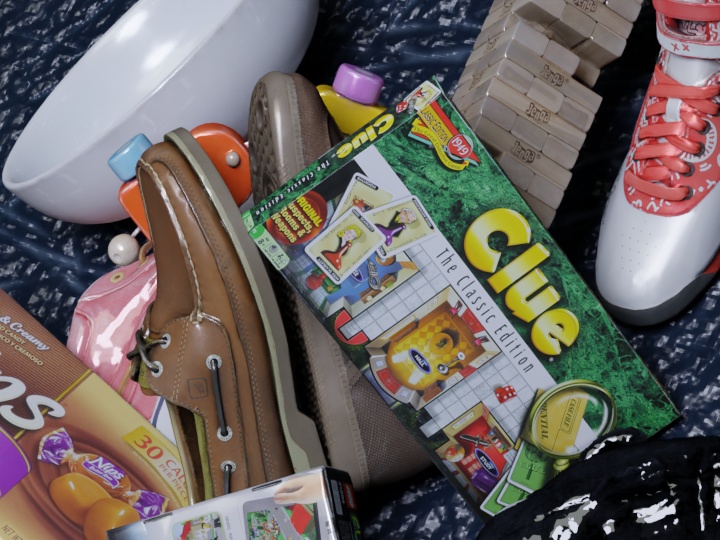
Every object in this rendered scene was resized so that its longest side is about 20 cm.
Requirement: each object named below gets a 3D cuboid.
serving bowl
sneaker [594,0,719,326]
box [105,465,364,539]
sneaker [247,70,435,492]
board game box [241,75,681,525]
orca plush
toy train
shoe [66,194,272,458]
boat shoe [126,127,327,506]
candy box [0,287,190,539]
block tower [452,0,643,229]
[{"bbox_3d":[-0.092,-0.092,1.281,0.200,0.066,0.200,-38,19,16],"label":"serving bowl"},{"bbox_3d":[0.149,-0.082,1.146,0.067,0.108,0.202,22,76,36],"label":"sneaker"},{"bbox_3d":[-0.038,0.196,1.074,0.109,0.035,0.201,-17,75,18],"label":"box"},{"bbox_3d":[0.000,0.000,1.135,0.075,0.201,0.070,-15,20,-12],"label":"sneaker"},{"bbox_3d":[0.047,0.021,1.094,0.105,0.200,0.023,-37,26,5],"label":"board game box"},{"bbox_3d":[0.136,0.108,1.058,0.199,0.071,0.106,1,67,21],"label":"orca plush"},{"bbox_3d":[-0.018,-0.013,1.186,0.150,0.200,0.056,-42,11,8],"label":"toy train"},{"bbox_3d":[-0.081,-0.002,1.250,0.091,0.071,0.201,16,76,30],"label":"shoe"},{"bbox_3d":[-0.070,0.039,1.123,0.068,0.201,0.072,-21,10,-12],"label":"boat shoe"},{"bbox_3d":[-0.170,0.088,1.183,0.200,0.057,0.116,42,42,17],"label":"candy box"},{"bbox_3d":[0.083,-0.096,1.152,0.201,0.058,0.054,-65,16,-20],"label":"block tower"}]
